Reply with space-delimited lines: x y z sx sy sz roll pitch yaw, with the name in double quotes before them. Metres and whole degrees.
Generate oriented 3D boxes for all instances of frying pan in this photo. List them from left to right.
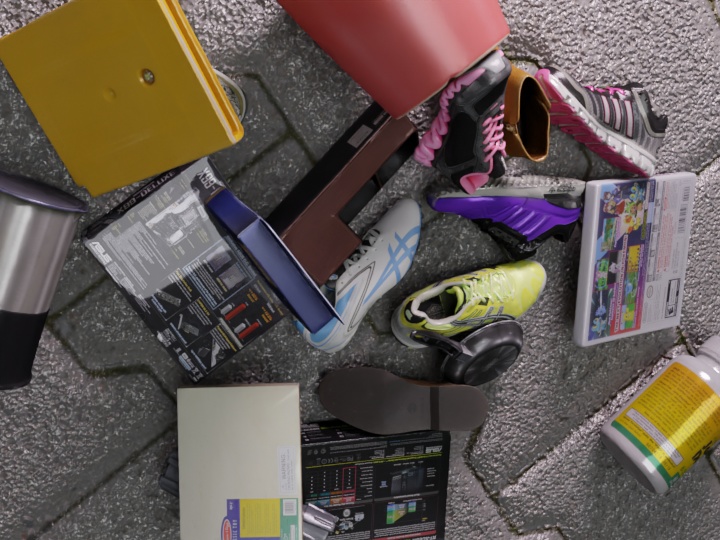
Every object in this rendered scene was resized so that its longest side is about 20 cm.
"frying pan" 0.136 0.087 1.095 0.114 0.031 0.190 -34 148 4

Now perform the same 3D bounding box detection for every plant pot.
"plant pot" 0.039 -0.260 0.912 0.200 0.200 0.178 -37 99 -6

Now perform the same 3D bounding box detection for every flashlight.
"flashlight" -0.123 0.254 1.045 0.198 0.068 0.069 24 93 4

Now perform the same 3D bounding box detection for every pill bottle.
"pill bottle" 0.418 0.183 1.220 0.200 0.113 0.113 -43 113 -4

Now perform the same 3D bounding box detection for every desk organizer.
"desk organizer" -0.012 -0.087 1.028 0.200 0.072 0.077 -47 115 -1

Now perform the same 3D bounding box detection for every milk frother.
"milk frother" -0.368 0.007 0.865 0.178 0.200 0.190 18 98 -18

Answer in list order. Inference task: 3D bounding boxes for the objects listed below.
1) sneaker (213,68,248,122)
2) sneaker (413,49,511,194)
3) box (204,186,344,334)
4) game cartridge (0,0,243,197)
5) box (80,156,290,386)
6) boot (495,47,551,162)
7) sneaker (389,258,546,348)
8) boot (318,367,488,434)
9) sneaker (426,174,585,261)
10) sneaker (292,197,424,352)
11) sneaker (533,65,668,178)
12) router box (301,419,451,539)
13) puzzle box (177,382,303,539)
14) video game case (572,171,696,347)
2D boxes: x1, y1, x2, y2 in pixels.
"sneaker" -0.194 -0.194 0.926 0.198 0.089 0.078 23 96 -23
"sneaker" 0.123 -0.143 0.959 0.079 0.200 0.096 -37 79 -20
"box" -0.087 -0.010 0.899 0.032 0.200 0.122 -39 113 -7
"game cartridge" -0.230 -0.173 0.892 0.198 0.033 0.178 -14 115 30
"box" -0.175 -0.003 1.006 0.157 0.050 0.201 -37 113 -6
"boot" 0.144 -0.218 1.004 0.070 0.144 0.203 -26 111 -10
"sneaker" 0.133 0.037 1.095 0.198 0.076 0.076 -22 77 -14
"boot" 0.048 0.157 1.117 0.197 0.075 0.075 7 86 0
"sneaker" 0.171 -0.059 1.096 0.197 0.070 0.101 -2 107 -18
"sneaker" 0.000 0.000 1.053 0.072 0.072 0.201 35 91 -33
"sneaker" 0.286 -0.192 1.100 0.199 0.074 0.088 30 88 -22
"router box" 0.008 0.257 1.130 0.197 0.062 0.152 -2 105 -18
"puzzle box" -0.128 0.222 1.003 0.131 0.025 0.203 -1 91 -1
"video game case" 0.341 -0.016 1.168 0.180 0.023 0.203 -8 108 -32
